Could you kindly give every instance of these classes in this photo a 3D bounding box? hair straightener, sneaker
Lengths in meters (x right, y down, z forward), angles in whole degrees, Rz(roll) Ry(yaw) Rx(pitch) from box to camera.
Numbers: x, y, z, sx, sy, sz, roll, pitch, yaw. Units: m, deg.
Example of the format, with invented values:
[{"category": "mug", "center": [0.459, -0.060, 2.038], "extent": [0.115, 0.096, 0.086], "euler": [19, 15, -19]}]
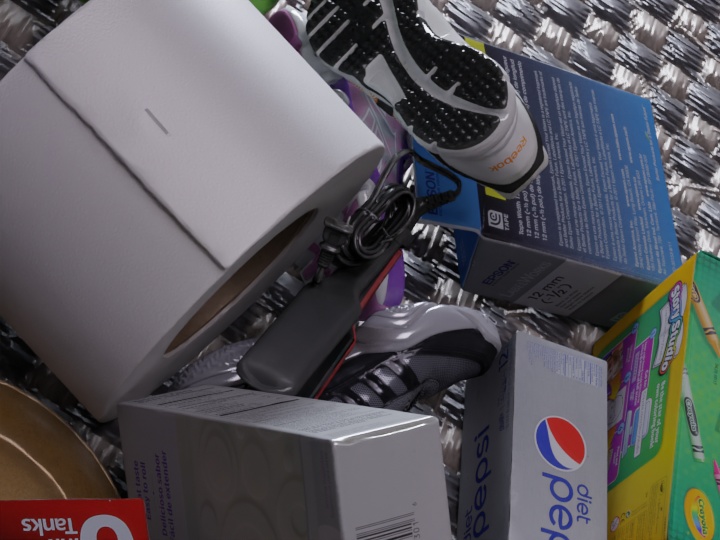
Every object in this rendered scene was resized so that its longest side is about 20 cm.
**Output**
[{"category": "hair straightener", "center": [0.000, 0.000, 0.958], "extent": [0.041, 0.077, 0.200], "euler": [29, 50, 18]}, {"category": "sneaker", "center": [0.000, 0.089, 0.999], "extent": [0.198, 0.076, 0.115], "euler": [-10, 67, -28]}, {"category": "sneaker", "center": [0.000, -0.064, 1.094], "extent": [0.088, 0.080, 0.202], "euler": [4, 58, -36]}, {"category": "sneaker", "center": [0.035, -0.108, 1.046], "extent": [0.080, 0.074, 0.200], "euler": [42, 9, -47]}]

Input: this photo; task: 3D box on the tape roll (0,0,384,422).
[{"category": "tape roll", "center": [-0.104, -0.042, 0.936], "extent": [0.139, 0.203, 0.202], "euler": [46, 50, 5]}]

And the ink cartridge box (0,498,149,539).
[{"category": "ink cartridge box", "center": [-0.183, 0.193, 0.784], "extent": [0.198, 0.084, 0.177], "euler": [2, 60, -29]}]

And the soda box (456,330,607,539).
[{"category": "soda box", "center": [0.094, 0.140, 1.021], "extent": [0.063, 0.068, 0.202], "euler": [18, 53, -18]}]

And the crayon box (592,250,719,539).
[{"category": "crayon box", "center": [0.175, 0.103, 1.058], "extent": [0.058, 0.119, 0.201], "euler": [25, 52, -14]}]

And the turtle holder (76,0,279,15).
[{"category": "turtle holder", "center": [-0.123, -0.194, 1.050], "extent": [0.185, 0.131, 0.142], "euler": [-36, 112, -47]}]

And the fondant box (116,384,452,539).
[{"category": "fondant box", "center": [-0.035, 0.133, 0.838], "extent": [0.058, 0.199, 0.146], "euler": [-10, 96, -32]}]

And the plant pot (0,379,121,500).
[{"category": "plant pot", "center": [-0.203, 0.139, 0.879], "extent": [0.198, 0.028, 0.202], "euler": [14, 56, -21]}]

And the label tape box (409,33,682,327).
[{"category": "label tape box", "center": [0.097, -0.056, 1.137], "extent": [0.198, 0.066, 0.145], "euler": [13, 56, -29]}]
